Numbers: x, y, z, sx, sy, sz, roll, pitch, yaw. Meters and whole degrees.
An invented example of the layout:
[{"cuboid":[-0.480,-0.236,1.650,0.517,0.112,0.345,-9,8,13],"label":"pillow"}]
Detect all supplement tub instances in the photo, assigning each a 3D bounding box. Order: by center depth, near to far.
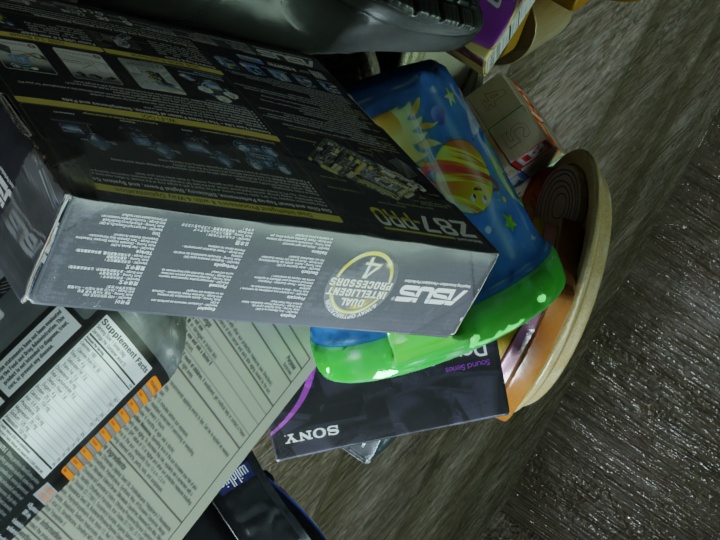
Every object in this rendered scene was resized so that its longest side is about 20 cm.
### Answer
[{"cuboid":[-0.160,0.041,0.625,0.200,0.122,0.123,-46,163,-15],"label":"supplement tub"}]

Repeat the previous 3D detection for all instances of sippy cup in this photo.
[{"cuboid":[0.019,-0.031,0.748,0.139,0.131,0.178,-28,-167,-24],"label":"sippy cup"}]

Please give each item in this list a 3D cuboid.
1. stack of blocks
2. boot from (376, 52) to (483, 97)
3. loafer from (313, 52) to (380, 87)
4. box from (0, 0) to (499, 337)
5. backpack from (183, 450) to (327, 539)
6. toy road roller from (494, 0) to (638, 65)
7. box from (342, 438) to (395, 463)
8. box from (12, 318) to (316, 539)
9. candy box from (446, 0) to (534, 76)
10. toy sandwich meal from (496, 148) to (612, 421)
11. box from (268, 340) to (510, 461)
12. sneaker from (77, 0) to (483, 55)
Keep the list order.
[{"cuboid":[0.048,-0.049,1.062,0.200,0.059,0.115,-36,165,14],"label":"stack of blocks"},{"cuboid":[0.029,-0.134,1.011,0.155,0.072,0.200,-37,156,-47],"label":"boot"},{"cuboid":[-0.038,-0.160,0.752,0.075,0.068,0.200,-17,140,-5],"label":"loafer"},{"cuboid":[-0.065,-0.045,0.577,0.199,0.161,0.049,6,120,-42],"label":"box"},{"cuboid":[-0.118,0.213,1.020,0.200,0.190,0.154,-50,-179,-22],"label":"backpack"},{"cuboid":[0.171,-0.232,1.112,0.123,0.146,0.200,-38,156,-51],"label":"toy road roller"},{"cuboid":[-0.016,0.006,0.977,0.044,0.160,0.200,-36,155,-52],"label":"box"},{"cuboid":[-0.130,0.060,0.763,0.200,0.109,0.128,-52,144,-19],"label":"box"},{"cuboid":[0.078,-0.230,0.870,0.200,0.116,0.056,-57,174,0],"label":"candy box"},{"cuboid":[0.099,0.007,0.983,0.205,0.070,0.206,-162,-90,-80],"label":"toy sandwich meal"},{"cuboid":[0.000,0.000,0.867,0.036,0.142,0.201,-118,-163,-84],"label":"box"},{"cuboid":[-0.037,-0.131,0.687,0.199,0.076,0.091,9,144,-27],"label":"sneaker"}]
